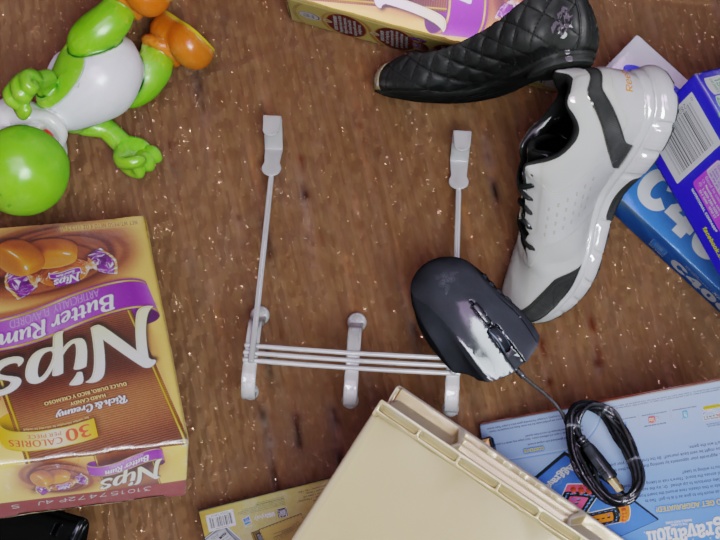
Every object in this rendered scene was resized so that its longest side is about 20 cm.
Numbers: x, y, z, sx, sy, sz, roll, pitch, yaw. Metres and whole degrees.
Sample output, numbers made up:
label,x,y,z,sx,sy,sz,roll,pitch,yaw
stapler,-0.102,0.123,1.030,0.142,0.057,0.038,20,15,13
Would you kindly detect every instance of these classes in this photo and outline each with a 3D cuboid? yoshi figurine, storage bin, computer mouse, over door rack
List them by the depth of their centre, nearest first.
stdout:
label,x,y,z,sx,sy,sz,roll,pitch,yaw
storage bin,0.044,0.208,0.915,0.198,0.094,0.200,33,93,10
computer mouse,0.104,0.065,0.948,0.059,0.034,0.200,-40,72,-15
yoshi figurine,-0.191,-0.105,1.026,0.200,0.112,0.112,-44,86,-4
over door rack,0.000,0.000,1.031,0.148,0.067,0.200,4,67,0

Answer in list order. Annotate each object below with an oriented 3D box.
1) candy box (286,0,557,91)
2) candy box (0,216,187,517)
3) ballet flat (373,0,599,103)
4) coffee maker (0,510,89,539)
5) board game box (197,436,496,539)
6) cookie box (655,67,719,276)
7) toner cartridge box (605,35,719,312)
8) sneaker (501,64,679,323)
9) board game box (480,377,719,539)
label,x,y,z,sx,sy,sz,roll,pitch,yaw
candy box,0.059,-0.210,1.065,0.200,0.056,0.117,15,82,5
candy box,-0.180,0.055,0.960,0.116,0.057,0.200,-6,47,-14
ballet flat,0.081,-0.144,1.000,0.066,0.200,0.057,-1,85,-39
coffee maker,-0.279,0.183,0.936,0.200,0.192,0.135,17,59,0
board game box,0.006,0.198,0.994,0.200,0.035,0.136,-14,80,7
cookie box,0.307,-0.057,0.976,0.200,0.075,0.171,-17,71,-31
toner cartridge box,0.227,-0.057,1.042,0.200,0.043,0.095,43,82,7
sneaker,0.126,-0.051,0.984,0.080,0.200,0.074,6,35,-23
board game box,0.164,0.132,0.959,0.200,0.019,0.103,-16,76,41
